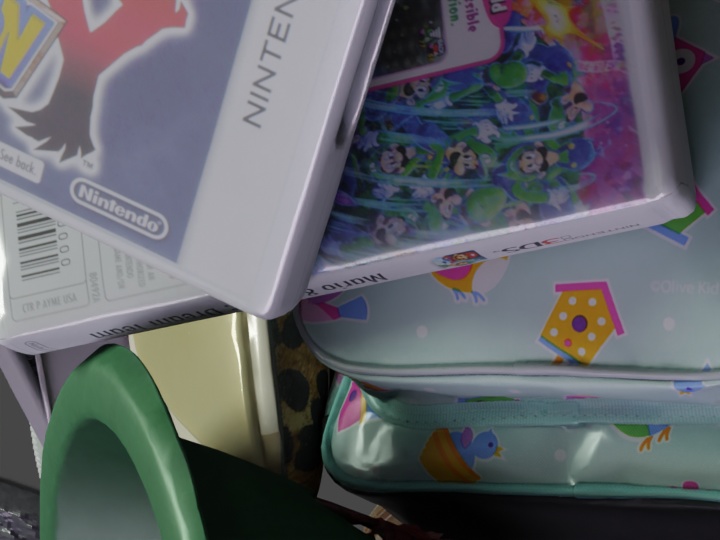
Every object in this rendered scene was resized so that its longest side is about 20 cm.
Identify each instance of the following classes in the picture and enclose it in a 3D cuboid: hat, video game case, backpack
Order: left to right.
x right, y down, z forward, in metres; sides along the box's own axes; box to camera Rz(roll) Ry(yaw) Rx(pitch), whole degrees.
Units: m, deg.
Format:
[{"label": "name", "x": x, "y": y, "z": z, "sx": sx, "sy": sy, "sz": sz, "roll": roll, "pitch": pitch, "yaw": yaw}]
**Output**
[{"label": "video game case", "x": -0.079, "y": -0.107, "z": 0.604, "sx": 0.200, "sy": 0.023, "sz": 0.182, "roll": 25, "pitch": 117, "yaw": 15}, {"label": "video game case", "x": -0.017, "y": -0.092, "z": 0.659, "sx": 0.182, "sy": 0.200, "sz": 0.024, "roll": -12, "pitch": 164, "yaw": 21}, {"label": "hat", "x": 0.025, "y": 0.099, "z": 0.671, "sx": 0.176, "sy": 0.200, "sz": 0.166, "roll": -5, "pitch": 116, "yaw": -19}, {"label": "backpack", "x": 0.082, "y": -0.022, "z": 0.703, "sx": 0.176, "sy": 0.200, "sz": 0.153, "roll": -2, "pitch": 148, "yaw": 30}]

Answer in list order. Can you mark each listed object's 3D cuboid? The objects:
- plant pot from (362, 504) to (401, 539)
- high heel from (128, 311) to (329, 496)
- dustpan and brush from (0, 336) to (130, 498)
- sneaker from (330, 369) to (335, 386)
[{"label": "plant pot", "x": 0.068, "y": 0.214, "z": 1.038, "sx": 0.200, "sy": 0.198, "sz": 0.200, "roll": 13, "pitch": 143, "yaw": 10}, {"label": "high heel", "x": 0.000, "y": 0.000, "z": 0.785, "sx": 0.143, "sy": 0.200, "sz": 0.071, "roll": 15, "pitch": 131, "yaw": -34}, {"label": "dustpan and brush", "x": -0.103, "y": 0.057, "z": 0.922, "sx": 0.057, "sy": 0.200, "sz": 0.140, "roll": -19, "pitch": 150, "yaw": -17}, {"label": "sneaker", "x": -0.042, "y": -0.012, "z": 0.923, "sx": 0.082, "sy": 0.070, "sz": 0.200, "roll": -10, "pitch": 138, "yaw": 1}]
